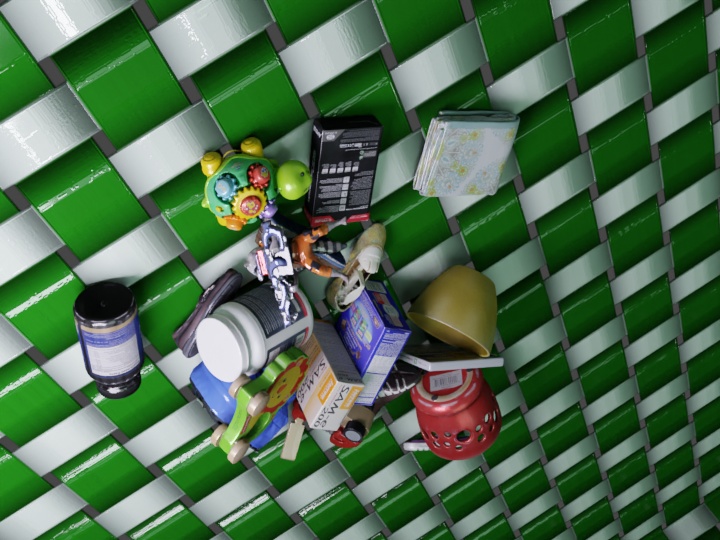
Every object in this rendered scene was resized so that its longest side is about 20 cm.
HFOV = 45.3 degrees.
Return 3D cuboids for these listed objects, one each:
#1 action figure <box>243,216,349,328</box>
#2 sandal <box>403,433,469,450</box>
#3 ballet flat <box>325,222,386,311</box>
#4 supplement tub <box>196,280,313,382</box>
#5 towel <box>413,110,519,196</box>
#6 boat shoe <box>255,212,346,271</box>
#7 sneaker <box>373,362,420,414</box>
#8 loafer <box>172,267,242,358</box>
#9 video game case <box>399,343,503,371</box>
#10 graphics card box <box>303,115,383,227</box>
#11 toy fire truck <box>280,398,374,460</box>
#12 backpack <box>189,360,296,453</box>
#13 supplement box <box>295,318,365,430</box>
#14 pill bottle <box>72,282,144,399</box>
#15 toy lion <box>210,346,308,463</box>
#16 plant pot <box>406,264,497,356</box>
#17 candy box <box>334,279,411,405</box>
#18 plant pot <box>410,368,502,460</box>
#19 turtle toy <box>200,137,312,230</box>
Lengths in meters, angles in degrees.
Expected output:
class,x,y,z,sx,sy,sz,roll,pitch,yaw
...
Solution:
class,x,y,z,sx,sy,sz,roll,pitch,yaw
action figure,-0.116,-0.007,1.569,0.189,0.105,0.205,-3,110,-1
sandal,0.204,0.428,2.199,0.198,0.082,0.051,-1,83,-26
ballet flat,0.000,0.000,1.742,0.070,0.071,0.202,20,114,-38
supplement tub,-0.196,0.111,1.626,0.199,0.139,0.143,-28,142,-46
towel,0.207,-0.228,1.690,0.196,0.048,0.174,-4,130,-26
boat shoe,-0.116,-0.042,1.649,0.198,0.073,0.073,30,113,-31
sneaker,0.048,0.290,2.002,0.196,0.077,0.117,-17,138,-2
loafer,-0.297,0.072,1.642,0.202,0.063,0.072,-57,162,16
video game case,0.189,0.191,1.925,0.196,0.181,0.023,0,96,-28
graphics card box,-0.034,-0.183,1.590,0.123,0.051,0.203,-8,130,-22
toy fire truck,-0.086,0.347,1.920,0.174,0.130,0.201,30,138,-7
backpack,-0.238,0.231,1.723,0.168,0.162,0.200,-48,143,-3
supplement box,-0.081,0.210,1.769,0.072,0.201,0.127,13,118,-35
pill bottle,-0.452,0.133,1.568,0.110,0.112,0.203,-13,131,-19
toy lion,-0.175,0.238,1.608,0.191,0.068,0.202,-27,148,-53
plant pot,0.217,0.075,1.854,0.199,0.198,0.144,38,75,-42
candy box,0.009,0.149,1.793,0.076,0.170,0.202,11,120,-30
plant pot,0.219,0.308,2.021,0.197,0.201,0.185,-27,125,-6
turtle toy,-0.182,-0.145,1.502,0.196,0.102,0.148,-22,133,-12
